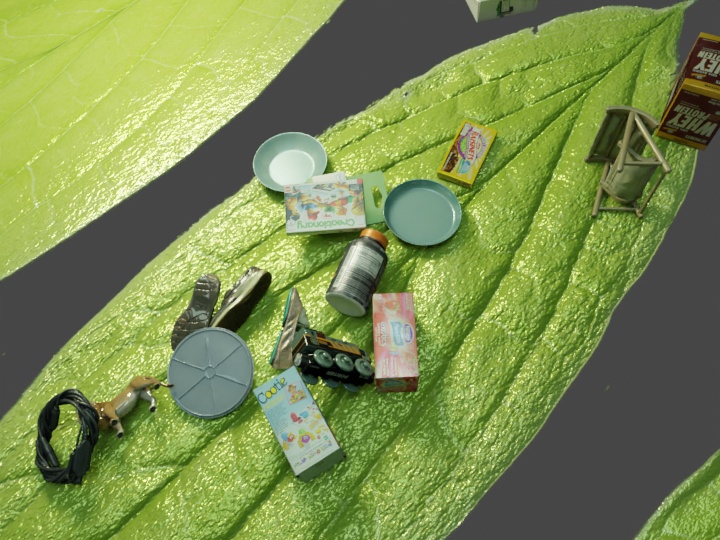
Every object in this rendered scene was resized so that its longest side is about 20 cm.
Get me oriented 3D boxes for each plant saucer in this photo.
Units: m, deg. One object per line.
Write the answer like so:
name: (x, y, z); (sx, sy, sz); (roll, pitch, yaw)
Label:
plant saucer: (-0.188, -0.285, 1.668); (0.200, 0.039, 0.202); (-1, 62, 3)
plant saucer: (0.157, -0.145, 1.574); (0.199, 0.027, 0.201); (1, 63, -1)

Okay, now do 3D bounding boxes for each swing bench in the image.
swing bench: (0.651, -0.265, 1.521); (0.129, 0.199, 0.201); (2, 62, 4)

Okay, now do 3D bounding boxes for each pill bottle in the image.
pill bottle: (0.000, 0.000, 1.463); (0.106, 0.106, 0.201); (18, 63, 13)

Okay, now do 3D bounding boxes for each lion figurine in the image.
lion figurine: (-0.518, 0.287, 1.355); (0.200, 0.073, 0.122); (-33, 36, -26)

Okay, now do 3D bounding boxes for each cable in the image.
cable: (-0.623, 0.347, 1.303); (0.162, 0.051, 0.201); (5, 89, 30)

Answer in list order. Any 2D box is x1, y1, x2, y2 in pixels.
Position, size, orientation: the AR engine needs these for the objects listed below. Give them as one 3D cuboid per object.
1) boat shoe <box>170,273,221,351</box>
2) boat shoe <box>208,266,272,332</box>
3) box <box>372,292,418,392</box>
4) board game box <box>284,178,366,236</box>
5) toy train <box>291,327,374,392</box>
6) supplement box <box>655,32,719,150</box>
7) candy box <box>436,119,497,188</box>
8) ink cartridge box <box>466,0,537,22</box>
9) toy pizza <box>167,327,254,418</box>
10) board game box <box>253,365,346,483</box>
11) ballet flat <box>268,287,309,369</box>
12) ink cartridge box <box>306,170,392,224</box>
boat shoe: (-0.376, 0.105, 1.446); (0.074, 0.073, 0.201); (27, 86, 3)
boat shoe: (-0.292, 0.074, 1.464); (0.065, 0.073, 0.200); (27, 64, 31)
box: (0.076, 0.160, 1.373); (0.094, 0.103, 0.201); (-3, 60, 2)
board game box: (-0.088, -0.156, 1.532); (0.199, 0.035, 0.127); (-5, 77, 1)
toy train: (-0.059, 0.191, 1.329); (0.199, 0.085, 0.114); (18, 33, -32)
supplement box: (0.900, -0.468, 1.620); (0.132, 0.198, 0.201); (22, 65, 15)
candy box: (0.290, -0.317, 1.668); (0.102, 0.026, 0.201); (23, 65, 11)
ink cartridge box: (0.437, -0.873, 1.932); (0.199, 0.084, 0.147); (-13, 61, -4)
toy pizza: (-0.333, 0.228, 1.380); (0.199, 0.032, 0.201); (-1, 76, 5)
board game box: (-0.127, 0.322, 1.291); (0.105, 0.103, 0.200); (-30, 64, -7)
ballet flat: (-0.156, 0.138, 1.428); (0.067, 0.068, 0.201); (17, 67, -9)
ink cartridge box: (-0.028, -0.182, 1.580); (0.199, 0.048, 0.146); (-11, 76, -1)
